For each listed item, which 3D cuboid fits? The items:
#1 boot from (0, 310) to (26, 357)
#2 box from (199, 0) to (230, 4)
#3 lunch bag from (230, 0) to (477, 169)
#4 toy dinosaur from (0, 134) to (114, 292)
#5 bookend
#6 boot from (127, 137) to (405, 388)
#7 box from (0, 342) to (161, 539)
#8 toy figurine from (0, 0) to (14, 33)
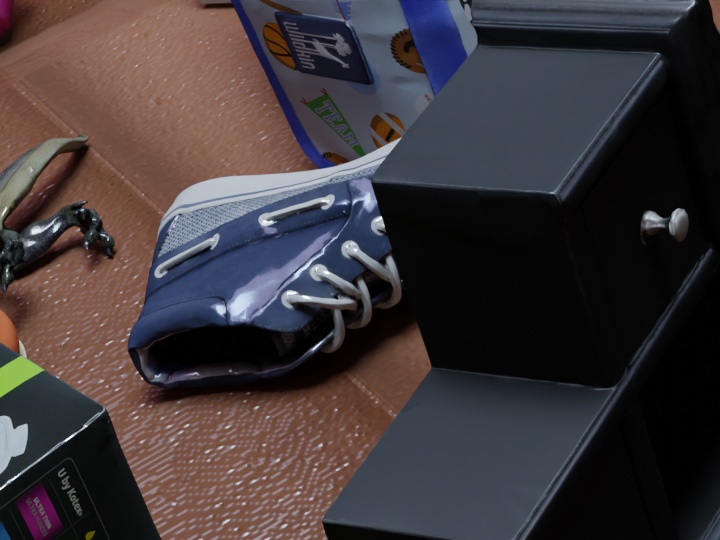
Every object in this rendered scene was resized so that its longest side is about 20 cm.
[{"bbox_3d":[-0.196,0.030,1.180,0.075,0.108,0.200,18,22,21],"label":"boot"},{"bbox_3d":[-0.013,-0.235,1.510,0.112,0.102,0.200,2,38,30],"label":"box"},{"bbox_3d":[-0.002,-0.140,1.305,0.124,0.170,0.200,-26,34,-5],"label":"lunch bag"},{"bbox_3d":[-0.169,-0.015,1.326,0.088,0.048,0.200,5,36,43],"label":"toy dinosaur"},{"bbox_3d":[0.062,0.037,0.989,0.092,0.200,0.199,5,40,33],"label":"bookend"},{"bbox_3d":[0.000,0.000,1.204,0.199,0.073,0.090,-13,40,24],"label":"boot"},{"bbox_3d":[-0.187,0.126,1.056,0.200,0.125,0.148,-37,38,-23],"label":"box"},{"bbox_3d":[-0.261,-0.169,1.554,0.184,0.151,0.200,12,18,19],"label":"toy figurine"}]
